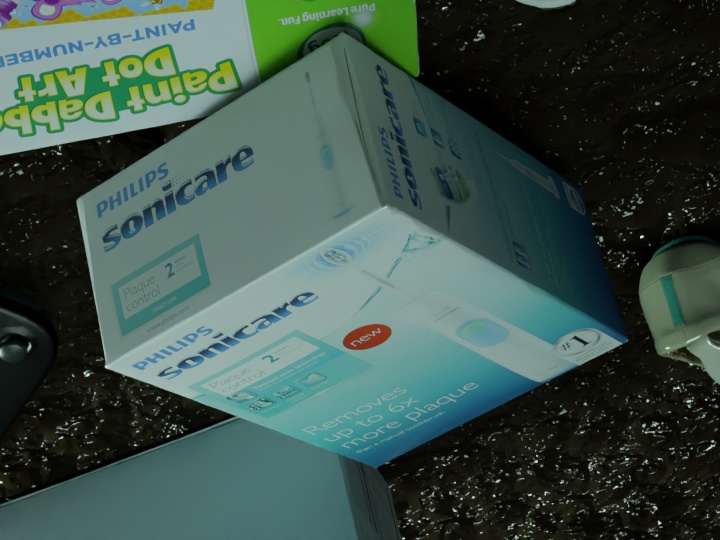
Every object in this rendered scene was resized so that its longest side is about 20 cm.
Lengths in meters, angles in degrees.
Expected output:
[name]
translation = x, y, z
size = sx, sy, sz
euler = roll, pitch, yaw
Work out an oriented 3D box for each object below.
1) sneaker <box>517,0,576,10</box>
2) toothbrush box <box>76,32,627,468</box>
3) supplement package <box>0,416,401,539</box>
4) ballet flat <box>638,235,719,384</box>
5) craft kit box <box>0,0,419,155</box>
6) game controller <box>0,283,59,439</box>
[sneaker]
translation = 0.059, -0.158, 0.750
size = 0.074, 0.087, 0.201
euler = -19, 141, 3
[toothbrush box]
translation = 0.000, 0.000, 0.877
size = 0.146, 0.086, 0.200
euler = -28, 148, 24
[supplement package]
translation = -0.078, 0.178, 1.034
size = 0.199, 0.157, 0.111
euler = -21, 139, 8
[ballet flat]
translation = 0.216, 0.046, 1.045
size = 0.199, 0.070, 0.069
euler = 23, 127, -36
[craft kit box]
translation = -0.080, -0.138, 0.764
size = 0.198, 0.049, 0.198
euler = -11, 143, -4
[game controller]
translation = -0.223, 0.069, 0.955
size = 0.104, 0.042, 0.200
euler = 15, 130, -31
